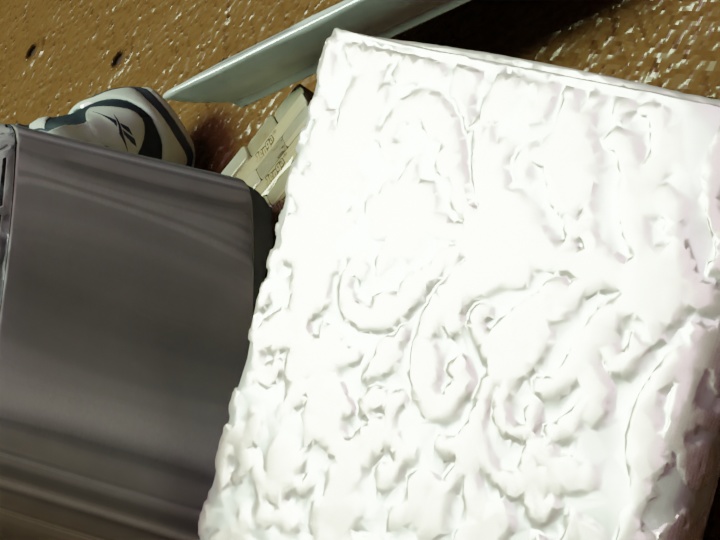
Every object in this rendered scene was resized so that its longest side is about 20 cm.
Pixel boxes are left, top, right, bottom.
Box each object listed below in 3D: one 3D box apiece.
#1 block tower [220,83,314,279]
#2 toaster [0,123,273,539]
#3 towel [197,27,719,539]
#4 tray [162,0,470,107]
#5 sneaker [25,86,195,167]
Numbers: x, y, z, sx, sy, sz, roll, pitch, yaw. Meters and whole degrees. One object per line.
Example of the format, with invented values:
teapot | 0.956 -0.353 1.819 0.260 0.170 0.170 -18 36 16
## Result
block tower | 0.000 0.000 0.841 0.054 0.058 0.200 -50 30 15
toaster | -0.111 0.041 0.811 0.114 0.129 0.201 -39 41 47
towel | 0.038 0.033 0.697 0.191 0.032 0.201 17 93 43
tray | 0.021 -0.110 0.886 0.200 0.022 0.107 -21 8 38
sneaker | -0.175 -0.006 1.030 0.199 0.080 0.130 -37 -9 21
